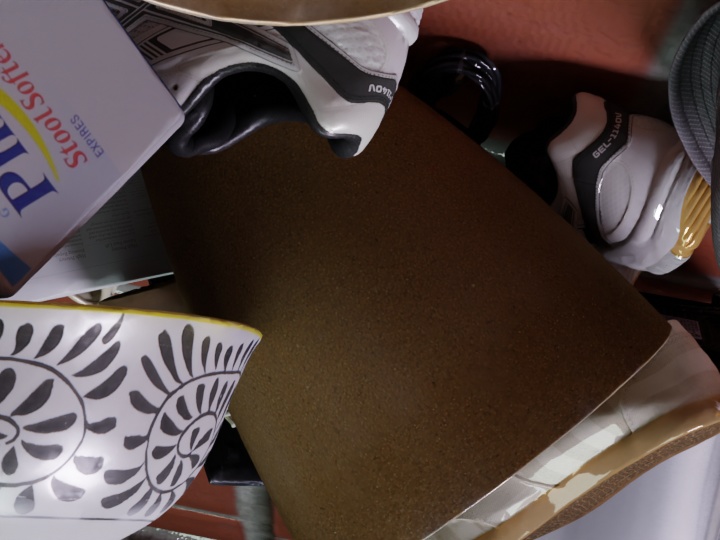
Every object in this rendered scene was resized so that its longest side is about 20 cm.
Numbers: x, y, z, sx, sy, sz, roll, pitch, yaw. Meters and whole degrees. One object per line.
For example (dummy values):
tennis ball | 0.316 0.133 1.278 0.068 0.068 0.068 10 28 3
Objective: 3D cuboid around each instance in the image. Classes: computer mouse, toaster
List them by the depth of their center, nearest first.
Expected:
computer mouse | 0.016 -0.066 0.889 0.059 0.034 0.200 33 154 -13
toaster | 0.121 0.075 1.015 0.181 0.119 0.200 9 -168 5

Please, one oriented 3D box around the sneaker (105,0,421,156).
sneaker | -0.079 -0.090 0.722 0.200 0.088 0.076 7 166 22

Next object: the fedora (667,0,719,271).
fedora | 0.191 -0.023 0.694 0.177 0.090 0.200 14 149 19

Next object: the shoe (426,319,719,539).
shoe | 0.093 0.090 0.894 0.200 0.053 0.070 -37 163 35

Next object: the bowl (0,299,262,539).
bowl | -0.138 0.066 0.701 0.201 0.094 0.201 2 173 0

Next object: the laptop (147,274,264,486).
laptop | -0.050 0.069 1.074 0.200 0.177 0.103 6 141 -39

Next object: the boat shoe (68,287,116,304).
boat shoe | -0.176 -0.037 1.057 0.071 0.063 0.200 9 163 16

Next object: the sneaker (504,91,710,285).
sneaker | 0.105 -0.035 0.882 0.088 0.076 0.200 30 162 -1

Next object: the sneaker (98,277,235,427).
sneaker | -0.055 0.040 0.924 0.067 0.090 0.200 -13 -179 21

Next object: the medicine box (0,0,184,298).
medicine box | -0.196 -0.083 0.686 0.200 0.103 0.182 -8 124 50

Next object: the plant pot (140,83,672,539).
plant pot | 0.000 0.000 0.808 0.200 0.186 0.186 54 161 1

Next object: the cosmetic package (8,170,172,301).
cosmetic package | -0.157 -0.024 0.892 0.200 0.083 0.051 -12 178 -33

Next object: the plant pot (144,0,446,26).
plant pot | -0.007 -0.141 0.512 0.200 0.028 0.200 -6 147 -4
